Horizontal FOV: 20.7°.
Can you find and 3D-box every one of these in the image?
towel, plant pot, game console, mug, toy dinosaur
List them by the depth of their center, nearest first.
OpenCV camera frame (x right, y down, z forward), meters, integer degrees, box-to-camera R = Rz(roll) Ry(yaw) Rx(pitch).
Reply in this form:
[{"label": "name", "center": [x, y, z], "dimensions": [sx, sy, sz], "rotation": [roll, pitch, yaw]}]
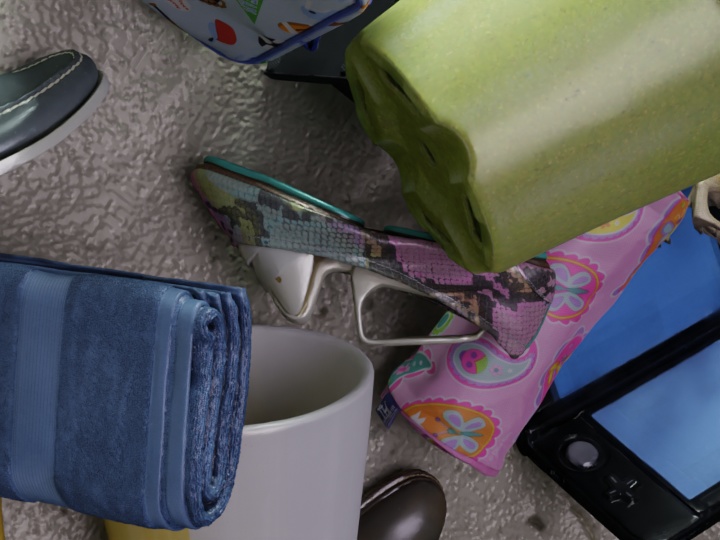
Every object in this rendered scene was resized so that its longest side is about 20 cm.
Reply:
[{"label": "towel", "center": [-0.142, 0.052, 0.910], "dimensions": [0.048, 0.199, 0.113], "rotation": [2, 95, -62]}, {"label": "plant pot", "center": [0.100, -0.098, 0.951], "dimensions": [0.183, 0.200, 0.201], "rotation": [-32, 112, -11]}, {"label": "mug", "center": [-0.081, 0.121, 1.007], "dimensions": [0.149, 0.185, 0.154], "rotation": [-36, 128, -59]}, {"label": "toy dinosaur", "center": [0.195, -0.065, 1.140], "dimensions": [0.200, 0.058, 0.102], "rotation": [46, 54, -47]}, {"label": "game console", "center": [0.187, 0.041, 1.162], "dimensions": [0.199, 0.176, 0.117], "rotation": [-27, 137, -26]}]

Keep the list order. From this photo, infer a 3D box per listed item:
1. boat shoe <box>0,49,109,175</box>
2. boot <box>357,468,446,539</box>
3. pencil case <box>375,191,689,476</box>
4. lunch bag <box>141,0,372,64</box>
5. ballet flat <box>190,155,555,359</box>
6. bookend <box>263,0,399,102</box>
[{"label": "boat shoe", "center": [-0.210, -0.067, 0.921], "dimensions": [0.199, 0.073, 0.062], "rotation": [-28, 113, -21]}, {"label": "boot", "center": [0.005, 0.201, 1.071], "dimensions": [0.075, 0.097, 0.201], "rotation": [43, 73, -28]}, {"label": "pencil case", "center": [0.093, 0.014, 1.080], "dimensions": [0.087, 0.087, 0.201], "rotation": [30, 101, -31]}, {"label": "lunch bag", "center": [-0.064, -0.168, 0.929], "dimensions": [0.160, 0.200, 0.076], "rotation": [33, 76, -17]}, {"label": "ballet flat", "center": [0.000, 0.000, 1.016], "dimensions": [0.198, 0.069, 0.072], "rotation": [16, 88, 3]}, {"label": "bookend", "center": [0.085, -0.137, 1.086], "dimensions": [0.198, 0.092, 0.201], "rotation": [36, 78, -30]}]
